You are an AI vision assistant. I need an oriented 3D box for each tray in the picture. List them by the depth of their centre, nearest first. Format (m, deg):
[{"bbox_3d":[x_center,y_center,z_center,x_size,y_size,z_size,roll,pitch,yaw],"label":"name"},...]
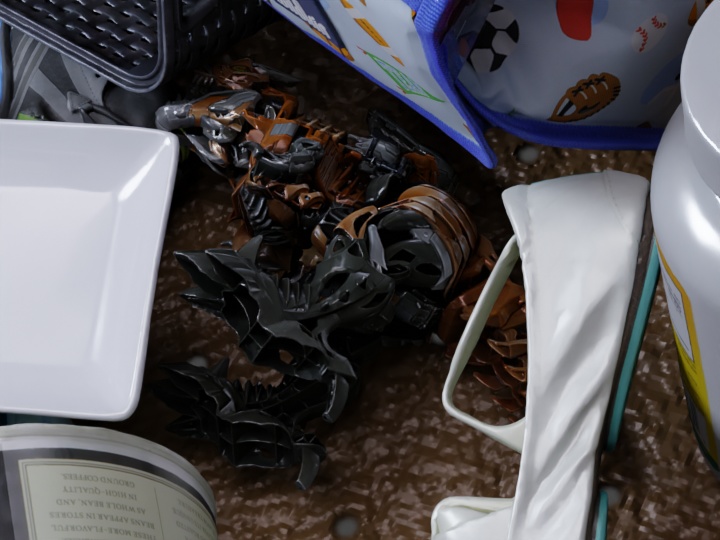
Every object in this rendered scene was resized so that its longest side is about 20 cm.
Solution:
[{"bbox_3d":[-0.164,-0.002,0.835,0.200,0.022,0.107,3,67,10],"label":"tray"}]

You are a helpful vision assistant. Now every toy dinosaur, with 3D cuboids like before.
[{"bbox_3d":[0.000,0.000,0.856,0.200,0.102,0.136,25,48,34],"label":"toy dinosaur"}]

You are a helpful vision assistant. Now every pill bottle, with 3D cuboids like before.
[{"bbox_3d":[0.150,-0.005,0.753,0.113,0.200,0.113,-7,57,10],"label":"pill bottle"}]

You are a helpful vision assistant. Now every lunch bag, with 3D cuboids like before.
[{"bbox_3d":[0.030,-0.120,0.793,0.170,0.200,0.124,40,115,29],"label":"lunch bag"}]

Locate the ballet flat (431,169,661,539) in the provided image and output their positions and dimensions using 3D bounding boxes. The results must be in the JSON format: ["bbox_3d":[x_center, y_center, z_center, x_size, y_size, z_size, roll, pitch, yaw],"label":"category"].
[{"bbox_3d":[0.056,0.064,0.789,0.069,0.069,0.200,7,82,18],"label":"ballet flat"}]

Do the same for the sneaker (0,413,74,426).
[{"bbox_3d":[-0.164,0.021,0.887,0.074,0.082,0.200,-41,58,-14],"label":"sneaker"}]

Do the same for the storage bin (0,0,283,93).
[{"bbox_3d":[-0.112,-0.172,0.913,0.200,0.135,0.094,29,46,31],"label":"storage bin"}]

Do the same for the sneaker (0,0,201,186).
[{"bbox_3d":[-0.102,-0.039,0.916,0.083,0.071,0.200,-15,53,12],"label":"sneaker"}]

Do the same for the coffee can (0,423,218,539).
[{"bbox_3d":[-0.098,0.169,0.737,0.146,0.146,0.200,-16,55,3],"label":"coffee can"}]
